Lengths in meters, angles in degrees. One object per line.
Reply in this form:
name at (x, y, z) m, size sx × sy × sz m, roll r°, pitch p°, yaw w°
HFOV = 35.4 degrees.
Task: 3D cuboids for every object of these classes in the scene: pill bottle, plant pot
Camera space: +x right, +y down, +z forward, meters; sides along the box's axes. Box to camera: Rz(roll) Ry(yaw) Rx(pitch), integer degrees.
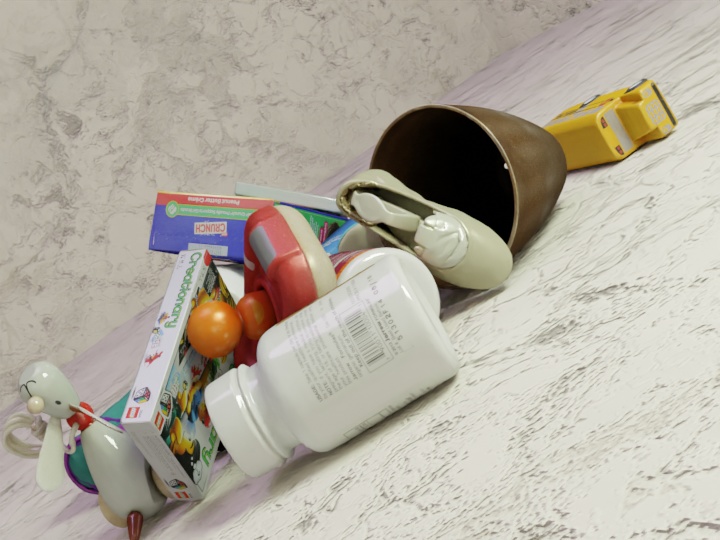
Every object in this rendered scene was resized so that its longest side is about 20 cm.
pill bottle at (-0.002, 0.035, 1.144) m, size 0.109 × 0.111 × 0.200 m, roll -35°, pitch 10°, yaw -15°
pill bottle at (-0.026, 0.085, 0.948) m, size 0.198 × 0.115 × 0.114 m, roll -32°, pitch 9°, yaw 6°
plant pot at (0.138, -0.095, 1.220) m, size 0.185 × 0.190 × 0.199 m, roll -24°, pitch -3°, yaw 40°

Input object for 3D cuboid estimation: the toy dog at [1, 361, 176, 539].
toy dog at (-0.250, 0.184, 1.066) m, size 0.133 × 0.198 × 0.097 m, roll -55°, pitch 16°, yaw 26°

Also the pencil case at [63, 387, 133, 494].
pencil case at (-0.271, 0.185, 1.353) m, size 0.093 × 0.084 × 0.200 m, roll -59°, pitch -4°, yaw 28°

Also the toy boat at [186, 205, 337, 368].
toy boat at (-0.099, 0.045, 1.052) m, size 0.129 × 0.131 × 0.202 m, roll -16°, pitch -41°, yaw -21°

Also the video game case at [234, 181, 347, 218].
video game case at (-0.087, -0.079, 1.499) m, size 0.140 × 0.018 × 0.200 m, roll 10°, pitch -7°, yaw 2°

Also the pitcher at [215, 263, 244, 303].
pitcher at (-0.164, 0.079, 1.335) m, size 0.119 × 0.175 × 0.200 m, roll 7°, pitch 2°, yaw -1°

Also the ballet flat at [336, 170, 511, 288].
ballet flat at (0.056, -0.040, 1.115) m, size 0.198 × 0.070 × 0.069 m, roll 30°, pitch 50°, yaw 29°

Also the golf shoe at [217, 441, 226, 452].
golf shoe at (-0.159, 0.148, 1.197) m, size 0.094 × 0.078 × 0.199 m, roll -39°, pitch 10°, yaw -36°

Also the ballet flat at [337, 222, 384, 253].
ballet flat at (0.064, -0.030, 1.272) m, size 0.198 × 0.071 × 0.069 m, roll -12°, pitch -7°, yaw -42°

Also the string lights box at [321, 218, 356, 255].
string lights box at (0.000, 0.000, 1.337) m, size 0.058 × 0.104 × 0.200 m, roll -18°, pitch 17°, yaw 38°

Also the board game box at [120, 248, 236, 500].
board game box at (-0.162, 0.097, 1.077) m, size 0.034 × 0.127 × 0.202 m, roll -4°, pitch 48°, yaw 18°

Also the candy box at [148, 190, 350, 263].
candy box at (-0.128, -0.045, 1.358) m, size 0.166 × 0.079 × 0.199 m, roll 7°, pitch 1°, yaw 27°

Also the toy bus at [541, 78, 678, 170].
toy bus at (0.291, -0.170, 1.352) m, size 0.078 × 0.066 × 0.200 m, roll -35°, pitch 9°, yaw -15°
